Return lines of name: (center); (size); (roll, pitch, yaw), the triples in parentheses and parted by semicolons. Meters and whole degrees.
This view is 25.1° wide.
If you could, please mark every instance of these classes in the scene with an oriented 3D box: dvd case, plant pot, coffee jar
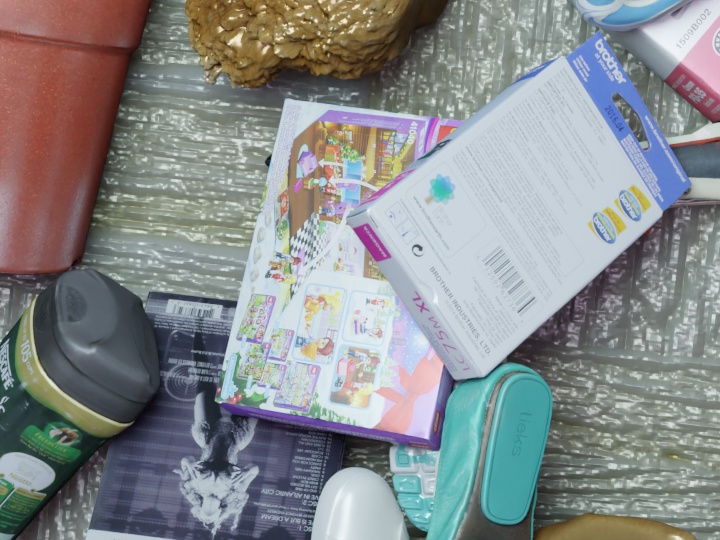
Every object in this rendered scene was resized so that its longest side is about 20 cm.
dvd case: (-0.084, 0.106, 1.039); (0.148, 0.016, 0.201); (6, 55, 4)
plant pot: (-0.237, -0.108, 1.026); (0.200, 0.201, 0.196); (11, 99, 4)
coffee jar: (-0.213, 0.095, 1.035); (0.085, 0.104, 0.200); (34, 112, -30)

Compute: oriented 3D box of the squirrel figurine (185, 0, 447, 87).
squirrel figurine: (-0.040, -0.211, 1.005); (0.186, 0.142, 0.201); (22, 66, 10)

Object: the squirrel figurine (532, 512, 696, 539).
squirrel figurine: (0.147, 0.222, 1.012); (0.199, 0.186, 0.142); (9, 82, 37)

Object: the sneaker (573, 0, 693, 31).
sneaker: (0.213, -0.211, 0.958); (0.200, 0.072, 0.072); (-36, 87, 2)

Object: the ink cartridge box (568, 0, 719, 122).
ink cartridge box: (0.202, -0.215, 1.036); (0.200, 0.083, 0.147); (40, 93, 3)

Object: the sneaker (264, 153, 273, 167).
sneaker: (-0.015, 0.005, 1.058); (0.080, 0.071, 0.201); (-13, 73, 13)

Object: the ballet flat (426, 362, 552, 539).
ballet flat: (0.066, 0.153, 0.942); (0.067, 0.070, 0.201); (17, 79, -25)

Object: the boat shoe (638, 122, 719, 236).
boat shoe: (0.187, -0.054, 1.048); (0.199, 0.071, 0.063); (-12, 92, 0)

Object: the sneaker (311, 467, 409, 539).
sneaker: (0.027, 0.216, 0.963); (0.084, 0.073, 0.201); (-5, 96, 49)

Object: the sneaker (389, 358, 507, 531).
sneaker: (0.067, 0.069, 1.034); (0.077, 0.091, 0.201); (8, 77, 12)

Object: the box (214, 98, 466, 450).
box: (0.000, 0.000, 0.997); (0.136, 0.039, 0.201); (9, 76, 16)

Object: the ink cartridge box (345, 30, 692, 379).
ink cartridge box: (0.099, -0.041, 0.966); (0.200, 0.042, 0.120); (-39, 101, -22)
